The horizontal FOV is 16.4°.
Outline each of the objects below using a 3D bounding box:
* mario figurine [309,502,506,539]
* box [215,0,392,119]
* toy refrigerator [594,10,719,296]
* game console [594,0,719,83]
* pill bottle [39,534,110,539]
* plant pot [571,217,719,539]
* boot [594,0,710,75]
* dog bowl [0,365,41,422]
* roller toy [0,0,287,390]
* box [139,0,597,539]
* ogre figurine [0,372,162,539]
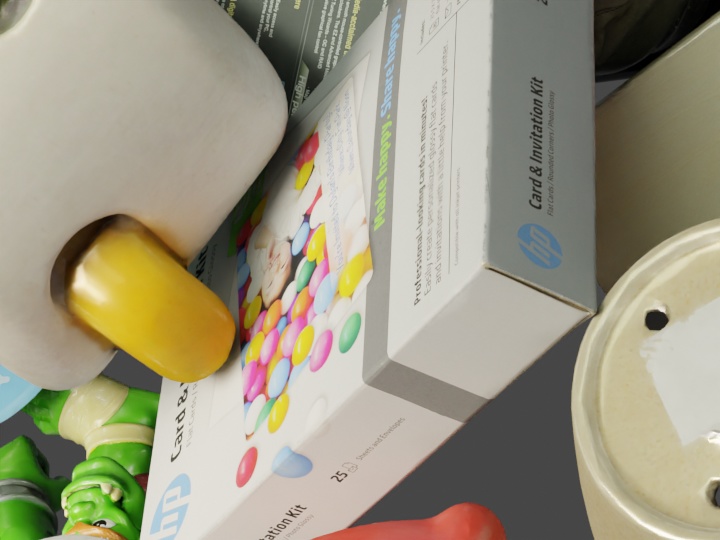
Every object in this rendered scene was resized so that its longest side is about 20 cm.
[{"bbox_3d":[0.044,0.156,0.723,0.200,0.106,0.123,38,132,1],"label":"mario figurine"},{"bbox_3d":[-0.035,-0.130,0.905,0.160,0.044,0.200,11,88,12],"label":"box"},{"bbox_3d":[0.153,-0.069,0.838,0.200,0.076,0.070,-37,90,10],"label":"toy refrigerator"},{"bbox_3d":[0.117,-0.169,0.950,0.200,0.116,0.176,-5,36,27],"label":"game console"},{"bbox_3d":[-0.124,0.157,0.748,0.114,0.200,0.114,6,106,22],"label":"pill bottle"},{"bbox_3d":[0.141,0.062,0.721,0.187,0.200,0.187,-12,62,25],"label":"plant pot"},{"bbox_3d":[0.090,-0.139,0.819,0.068,0.131,0.200,24,120,20],"label":"boot"},{"bbox_3d":[-0.177,-0.012,0.962,0.200,0.050,0.112,24,85,48],"label":"dog bowl"},{"bbox_3d":[-0.128,-0.053,0.799,0.140,0.200,0.182,-52,27,-4],"label":"roller toy"},{"bbox_3d":[0.000,0.000,0.771,0.200,0.041,0.156,-47,28,42],"label":"box"},{"bbox_3d":[-0.065,0.085,0.897,0.200,0.098,0.120,-6,47,11],"label":"ogre figurine"}]
